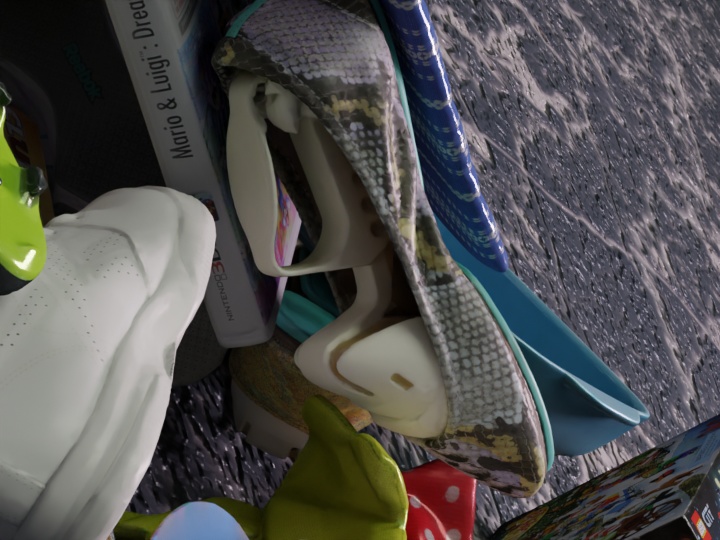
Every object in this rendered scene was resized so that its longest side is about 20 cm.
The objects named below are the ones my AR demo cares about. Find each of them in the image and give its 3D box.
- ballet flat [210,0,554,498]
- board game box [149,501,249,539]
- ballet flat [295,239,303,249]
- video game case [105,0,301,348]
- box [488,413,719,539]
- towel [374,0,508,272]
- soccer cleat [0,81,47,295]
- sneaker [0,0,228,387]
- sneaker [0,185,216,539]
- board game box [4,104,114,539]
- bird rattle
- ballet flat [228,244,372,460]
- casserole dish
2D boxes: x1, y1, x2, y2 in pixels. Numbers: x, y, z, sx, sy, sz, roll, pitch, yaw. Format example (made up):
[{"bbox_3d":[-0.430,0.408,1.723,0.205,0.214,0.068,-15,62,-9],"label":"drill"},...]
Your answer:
[{"bbox_3d":[0.000,0.000,0.838,0.072,0.072,0.200,-69,139,-67],"label":"ballet flat"},{"bbox_3d":[-0.057,0.168,0.713,0.158,0.039,0.200,61,28,-61],"label":"board game box"},{"bbox_3d":[-0.018,-0.012,1.099,0.200,0.072,0.072,63,17,-12],"label":"ballet flat"},{"bbox_3d":[-0.050,-0.102,0.892,0.200,0.024,0.182,-79,157,-57],"label":"video game case"},{"bbox_3d":[0.103,0.123,1.083,0.038,0.137,0.200,61,18,-1],"label":"box"},{"bbox_3d":[-0.002,-0.108,0.867,0.145,0.024,0.200,54,-11,46],"label":"towel"},{"bbox_3d":[-0.164,-0.058,0.712,0.200,0.081,0.068,49,12,15],"label":"soccer cleat"},{"bbox_3d":[-0.096,-0.052,0.944,0.080,0.070,0.200,99,-31,-86],"label":"sneaker"},{"bbox_3d":[-0.098,0.010,0.744,0.088,0.075,0.200,28,19,-10],"label":"sneaker"},{"bbox_3d":[-0.142,0.003,0.791,0.135,0.035,0.200,39,27,-46],"label":"board game box"},{"bbox_3d":[-0.012,0.136,0.890,0.200,0.113,0.163,52,27,-63],"label":"bird rattle"},{"bbox_3d":[-0.022,0.038,0.970,0.071,0.071,0.200,57,7,-9],"label":"ballet flat"},{"bbox_3d":[0.032,0.009,0.997,0.121,0.039,0.200,28,14,-51],"label":"casserole dish"}]
